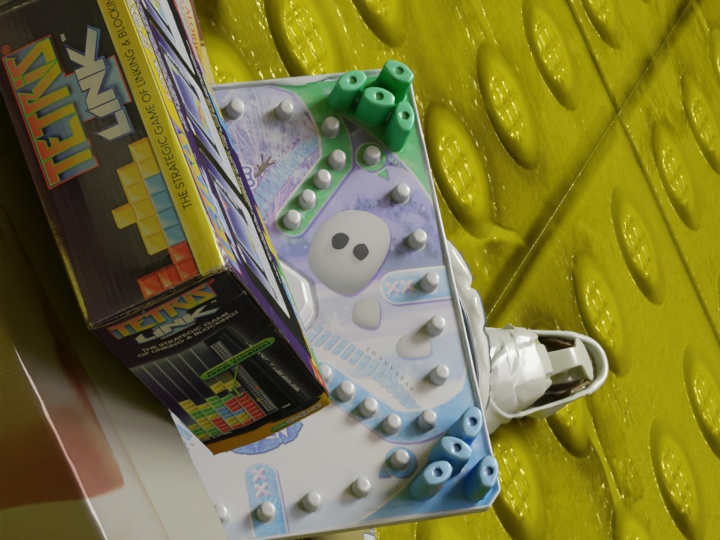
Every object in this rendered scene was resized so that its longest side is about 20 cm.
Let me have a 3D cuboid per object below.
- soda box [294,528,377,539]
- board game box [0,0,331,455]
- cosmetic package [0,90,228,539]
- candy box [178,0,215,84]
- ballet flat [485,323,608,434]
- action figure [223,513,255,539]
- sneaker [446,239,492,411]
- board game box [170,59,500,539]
[{"bbox_3d":[-0.047,0.051,1.144,0.064,0.067,0.201,25,50,-57],"label":"soda box"},{"bbox_3d":[-0.084,-0.049,0.961,0.165,0.056,0.201,55,12,-67],"label":"board game box"},{"bbox_3d":[-0.142,0.041,0.937,0.201,0.103,0.087,65,23,-9],"label":"cosmetic package"},{"bbox_3d":[-0.145,-0.135,1.125,0.200,0.056,0.117,6,66,-65],"label":"candy box"},{"bbox_3d":[0.087,0.056,1.464,0.200,0.069,0.070,-1,73,-65],"label":"ballet flat"},{"bbox_3d":[-0.066,0.118,1.074,0.052,0.065,0.201,27,57,-63],"label":"action figure"},{"bbox_3d":[0.000,0.000,1.338,0.080,0.077,0.201,-27,92,-47],"label":"sneaker"},{"bbox_3d":[-0.054,0.012,1.066,0.026,0.199,0.201,120,-39,-66],"label":"board game box"}]
